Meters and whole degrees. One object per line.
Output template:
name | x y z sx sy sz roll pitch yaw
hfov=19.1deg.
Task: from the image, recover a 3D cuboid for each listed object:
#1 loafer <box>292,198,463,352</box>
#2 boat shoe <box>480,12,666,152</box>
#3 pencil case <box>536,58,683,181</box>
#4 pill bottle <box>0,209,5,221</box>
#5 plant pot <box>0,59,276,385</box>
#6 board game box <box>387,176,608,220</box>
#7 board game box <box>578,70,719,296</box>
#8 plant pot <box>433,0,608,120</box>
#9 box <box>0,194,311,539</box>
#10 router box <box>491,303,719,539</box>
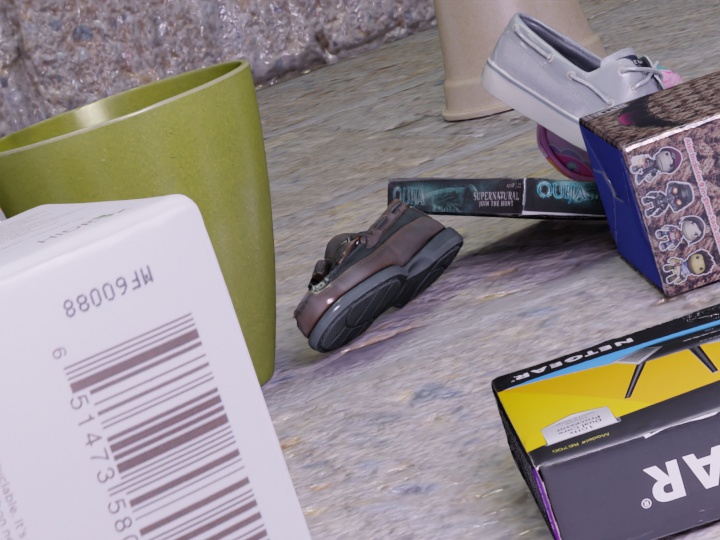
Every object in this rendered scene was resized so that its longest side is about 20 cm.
loafer | 0.000 0.000 1.438 0.072 0.063 0.200 -53 -13 28
boat shoe | 0.174 -0.123 1.502 0.200 0.072 0.070 31 23 28
pencil case | 0.198 -0.118 1.646 0.087 0.088 0.200 -14 4 22
pill bottle | -0.372 -0.048 2.224 0.112 0.113 0.200 -15 12 18
plant pot | -0.129 -0.012 1.394 0.186 0.201 0.187 -18 10 3
board game box | 0.122 -0.050 1.509 0.135 0.028 0.200 2 1 -27
board game box | 0.254 -0.073 1.337 0.199 0.097 0.159 -19 11 -1
plant pot | 0.156 -0.281 2.322 0.199 0.184 0.200 -18 11 4
box | -0.154 0.093 0.902 0.199 0.200 0.171 -23 11 -26
router box | 0.166 0.057 0.947 0.199 0.051 0.149 -18 12 -1
